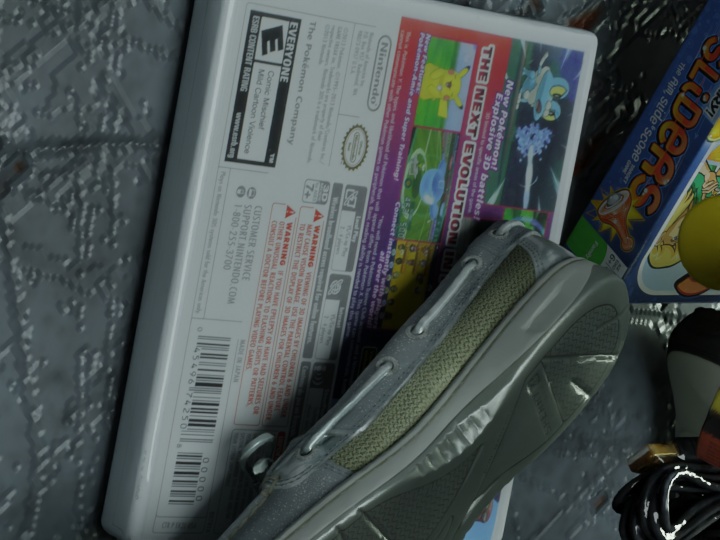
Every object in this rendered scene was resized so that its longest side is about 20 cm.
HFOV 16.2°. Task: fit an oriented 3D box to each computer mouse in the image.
[{"bbox_3d":[0.112,0.157,0.945,0.109,0.044,0.201,3,108,-49],"label":"computer mouse"}]

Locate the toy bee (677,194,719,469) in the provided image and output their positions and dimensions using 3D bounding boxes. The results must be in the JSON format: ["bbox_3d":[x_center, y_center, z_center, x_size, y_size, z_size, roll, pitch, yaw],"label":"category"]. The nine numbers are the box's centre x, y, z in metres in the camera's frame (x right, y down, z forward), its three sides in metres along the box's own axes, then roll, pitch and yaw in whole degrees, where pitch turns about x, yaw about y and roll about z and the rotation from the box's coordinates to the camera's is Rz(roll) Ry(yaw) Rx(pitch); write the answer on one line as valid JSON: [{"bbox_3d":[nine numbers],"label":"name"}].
[{"bbox_3d":[0.184,-0.001,0.952,0.200,0.130,0.109,-70,176,-63],"label":"toy bee"}]

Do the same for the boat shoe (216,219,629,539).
[{"bbox_3d":[0.009,0.061,0.888,0.202,0.065,0.075,-44,145,-17],"label":"boat shoe"}]

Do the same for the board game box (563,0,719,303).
[{"bbox_3d":[0.188,-0.049,1.018,0.199,0.035,0.136,-1,130,-41],"label":"board game box"}]

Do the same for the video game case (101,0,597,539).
[{"bbox_3d":[0.000,0.000,0.913,0.181,0.023,0.201,6,97,-42],"label":"video game case"}]

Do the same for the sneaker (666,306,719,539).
[{"bbox_3d":[0.162,0.107,1.051,0.080,0.074,0.201,-36,123,-26],"label":"sneaker"}]
